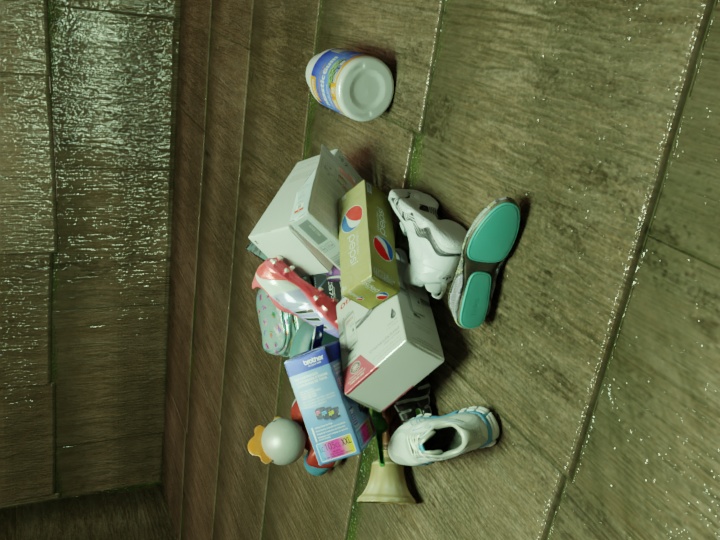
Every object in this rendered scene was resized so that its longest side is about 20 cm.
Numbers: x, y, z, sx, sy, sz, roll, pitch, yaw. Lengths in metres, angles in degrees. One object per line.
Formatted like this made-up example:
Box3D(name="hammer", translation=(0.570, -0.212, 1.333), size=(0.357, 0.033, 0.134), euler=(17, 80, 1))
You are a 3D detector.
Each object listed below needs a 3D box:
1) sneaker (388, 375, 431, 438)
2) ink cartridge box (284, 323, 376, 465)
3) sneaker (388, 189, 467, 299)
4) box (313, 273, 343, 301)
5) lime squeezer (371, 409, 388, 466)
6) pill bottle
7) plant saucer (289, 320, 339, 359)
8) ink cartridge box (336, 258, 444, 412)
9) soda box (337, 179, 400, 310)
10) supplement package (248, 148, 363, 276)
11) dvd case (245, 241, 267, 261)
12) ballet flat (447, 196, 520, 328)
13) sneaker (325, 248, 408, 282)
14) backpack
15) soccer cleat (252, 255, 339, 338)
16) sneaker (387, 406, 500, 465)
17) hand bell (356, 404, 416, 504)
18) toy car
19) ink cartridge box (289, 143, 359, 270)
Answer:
Box3D(name="sneaker", translation=(0.070, 0.227, 1.153), size=(0.115, 0.075, 0.201), euler=(139, 125, -63))
Box3D(name="ink cartridge box", translation=(-0.050, 0.189, 1.094), size=(0.136, 0.076, 0.201), euler=(-2, -110, -78))
Box3D(name="sneaker", translation=(0.092, -0.046, 1.079), size=(0.200, 0.075, 0.115), euler=(50, 133, 47))
Box3D(name="box", translation=(-0.050, -0.003, 1.412), size=(0.160, 0.043, 0.201), euler=(156, 110, -63))
Box3D(name="lime squeezer", translation=(0.038, 0.244, 1.184), size=(0.071, 0.038, 0.201), euler=(-42, 37, 52))
Box3D(name="pill bottle", translation=(-0.030, -0.348, 1.264), size=(0.200, 0.112, 0.113), euler=(41, 128, 56))
Box3D(name="plant saucer", translation=(-0.034, 0.165, 1.222), size=(0.027, 0.199, 0.201), euler=(-27, 68, 51))
Box3D(name="ink cartridge box", translation=(0.039, 0.096, 1.088), size=(0.147, 0.083, 0.201), euler=(-45, 32, 26))
Box3D(name="soda box", translation=(0.010, -0.043, 1.089), size=(0.068, 0.064, 0.201), euler=(-33, 43, 33))
Box3D(name="supplement package", translation=(-0.087, -0.102, 1.257), size=(0.121, 0.120, 0.201), euler=(-8, 43, 45))
Box3D(name="dvd case", translation=(-0.196, -0.085, 1.638), size=(0.146, 0.022, 0.200), euler=(-52, 26, -6))
Box3D(name="ballet flat", translation=(0.163, -0.018, 0.949), size=(0.072, 0.072, 0.201), euler=(51, 135, 51))
Box3D(name="sneaker", translation=(0.000, 0.001, 1.232), size=(0.200, 0.114, 0.073), euler=(-7, 84, 63))
Box3D(name="backpack", translation=(-0.163, 0.094, 1.562), size=(0.167, 0.126, 0.201), euler=(-17, 80, 60))
Box3D(name="soccer cleat", translation=(-0.103, 0.057, 1.200), size=(0.200, 0.067, 0.077), euler=(40, 113, 7))
Box3D(name="sneaker", translation=(0.100, 0.248, 1.005), size=(0.200, 0.086, 0.075), euler=(-31, 74, 41))
Box3D(name="hand bell", translation=(0.048, 0.307, 1.218), size=(0.104, 0.104, 0.201), euler=(142, 134, -59))
Box3D(name="toy car", translation=(-0.144, 0.341, 1.459), size=(0.185, 0.199, 0.178), euler=(-61, 40, 47))
Box3D(name="ink cartridge box", translation=(-0.041, -0.102, 1.182), size=(0.050, 0.162, 0.201), euler=(-31, 33, 27))
